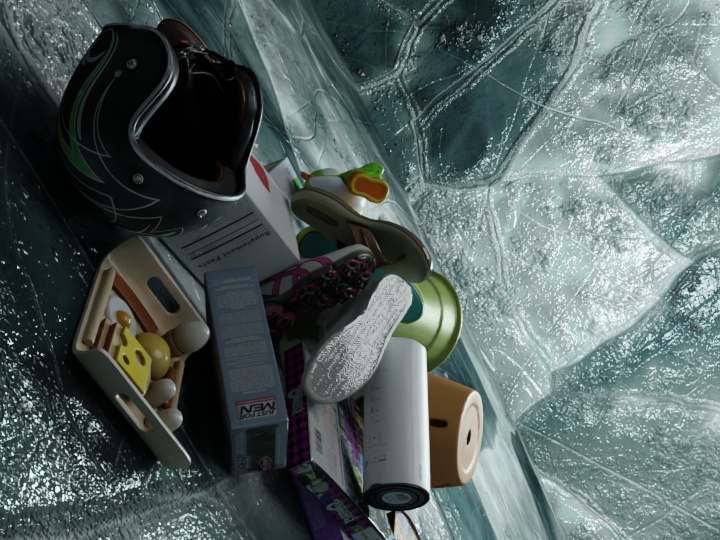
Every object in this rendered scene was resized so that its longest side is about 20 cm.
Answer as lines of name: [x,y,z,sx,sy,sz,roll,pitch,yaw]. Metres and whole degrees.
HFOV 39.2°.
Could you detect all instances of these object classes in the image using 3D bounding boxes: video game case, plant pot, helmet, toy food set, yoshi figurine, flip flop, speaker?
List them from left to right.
toy food set: [-0.192,0.071,0.947,0.144,0.060,0.200,59,12,-28]
helmet: [-0.201,-0.130,0.996,0.200,0.200,0.191,6,99,-77]
video game case: [-0.031,0.212,1.231,0.181,0.036,0.200,53,17,-35]
yoshi figurine: [-0.015,-0.094,1.404,0.200,0.112,0.112,-150,-137,-67]
flip flop: [-0.004,-0.036,1.263,0.200,0.081,0.058,30,50,4]
plant pot: [0.044,0.071,1.751,0.190,0.200,0.200,24,41,-53]
speaker: [0.043,0.182,1.225,0.081,0.081,0.200,52,30,-47]
plant pot: [0.095,0.235,1.479,0.200,0.140,0.200,5,90,-69]

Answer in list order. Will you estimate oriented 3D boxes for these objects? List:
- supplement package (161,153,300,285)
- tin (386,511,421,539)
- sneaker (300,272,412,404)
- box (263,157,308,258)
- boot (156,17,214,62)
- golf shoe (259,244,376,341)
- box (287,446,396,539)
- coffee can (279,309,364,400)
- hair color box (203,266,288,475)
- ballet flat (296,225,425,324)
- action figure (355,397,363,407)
supplement package: [-0.174,-0.084,1.198,0.200,0.120,0.121,54,15,-43]
tin: [0.057,0.411,1.398,0.112,0.042,0.200,58,13,-12]
sneaker: [-0.024,0.093,1.242,0.074,0.116,0.200,49,56,-12]
box: [-0.123,-0.049,1.420,0.200,0.097,0.177,-65,131,-74]
boot: [-0.240,-0.252,1.373,0.166,0.072,0.200,-62,130,-78]
golf shoe: [-0.075,0.011,1.244,0.073,0.200,0.092,43,25,-47]
box: [-0.023,0.289,1.287,0.137,0.039,0.200,69,13,20]
coffee can: [-0.027,0.084,1.434,0.146,0.146,0.200,62,12,-11]
hair color box: [-0.124,0.104,1.080,0.099,0.061,0.200,97,-18,-51]
ballet flat: [0.000,0.000,1.350,0.200,0.067,0.067,32,5,-14]
action figure: [-0.013,0.201,1.484,0.200,0.055,0.118,21,47,-68]
